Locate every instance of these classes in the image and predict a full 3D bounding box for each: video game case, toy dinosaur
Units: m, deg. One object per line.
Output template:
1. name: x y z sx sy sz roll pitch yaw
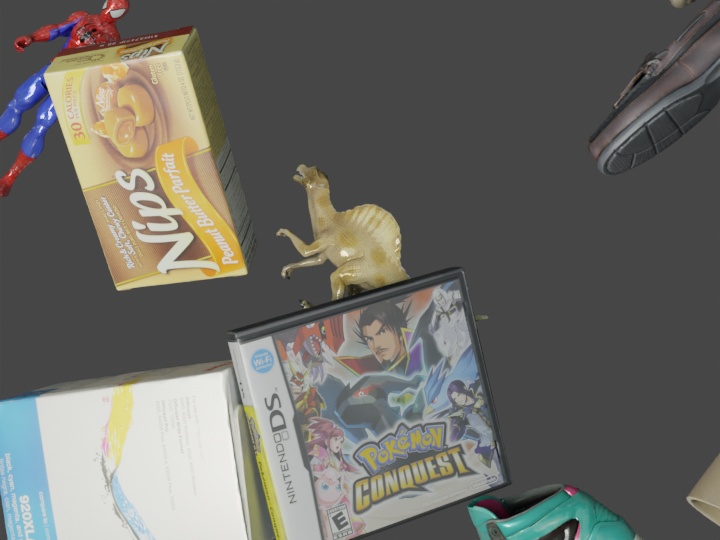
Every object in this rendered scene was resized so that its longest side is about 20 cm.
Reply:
1. video game case: 0.010 0.109 1.164 0.200 0.025 0.181 -16 96 -23
2. toy dinosaur: 0.000 0.000 1.211 0.200 0.058 0.101 43 99 8

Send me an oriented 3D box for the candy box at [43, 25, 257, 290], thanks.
1. candy box: -0.164 -0.086 1.201 0.115 0.055 0.200 -7 121 13

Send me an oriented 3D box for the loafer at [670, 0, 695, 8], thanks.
1. loafer: 0.256 -0.298 1.139 0.068 0.076 0.200 17 86 13

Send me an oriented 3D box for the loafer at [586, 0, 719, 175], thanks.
1. loafer: 0.250 -0.154 1.153 0.200 0.072 0.063 -39 64 5

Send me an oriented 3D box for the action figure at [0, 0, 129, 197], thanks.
1. action figure: -0.266 -0.154 1.247 0.065 0.099 0.200 42 97 8

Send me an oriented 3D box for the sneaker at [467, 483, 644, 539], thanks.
1. sneaker: 0.114 0.238 1.179 0.200 0.084 0.121 -41 88 3

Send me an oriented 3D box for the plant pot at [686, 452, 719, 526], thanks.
1. plant pot: 0.368 0.126 1.086 0.187 0.187 0.200 30 84 10

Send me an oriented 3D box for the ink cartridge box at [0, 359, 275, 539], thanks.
1. ink cartridge box: -0.168 0.155 1.207 0.200 0.147 0.145 -9 90 13
